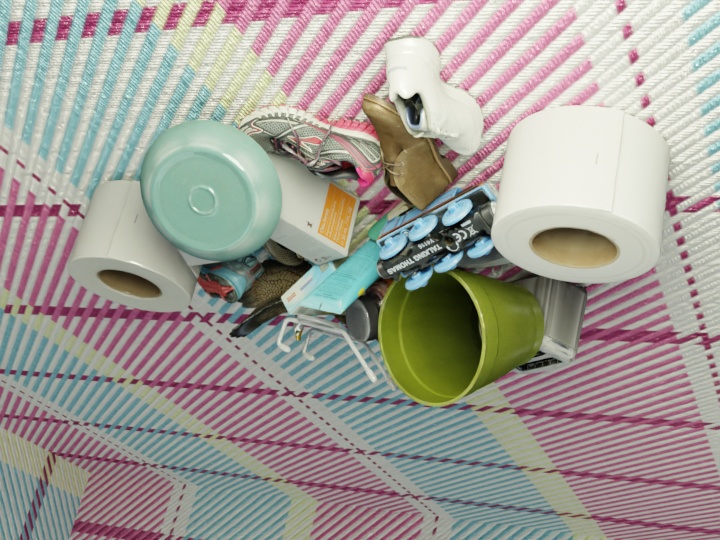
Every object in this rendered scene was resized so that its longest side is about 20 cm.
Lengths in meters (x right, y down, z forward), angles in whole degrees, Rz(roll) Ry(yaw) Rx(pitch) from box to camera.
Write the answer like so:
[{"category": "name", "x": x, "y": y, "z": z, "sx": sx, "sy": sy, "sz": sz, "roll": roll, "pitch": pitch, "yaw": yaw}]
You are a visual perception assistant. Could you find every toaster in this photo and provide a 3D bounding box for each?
[{"category": "toaster", "x": 0.279, "y": 0.085, "z": 1.653, "sx": 0.114, "sy": 0.129, "sz": 0.200, "roll": 26, "pitch": 153, "yaw": -28}]

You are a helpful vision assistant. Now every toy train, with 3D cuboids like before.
[{"category": "toy train", "x": 0.108, "y": -0.053, "z": 1.385, "sx": 0.200, "sy": 0.114, "sz": 0.087, "roll": -29, "pitch": 112, "yaw": 31}]

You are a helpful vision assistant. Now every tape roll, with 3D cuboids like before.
[{"category": "tape roll", "x": -0.354, "y": -0.037, "z": 1.678, "sx": 0.202, "sy": 0.139, "sz": 0.203, "roll": 11, "pitch": 155, "yaw": 5}, {"category": "tape roll", "x": 0.269, "y": -0.088, "z": 1.267, "sx": 0.202, "sy": 0.139, "sz": 0.203, "roll": 11, "pitch": 157, "yaw": 5}]

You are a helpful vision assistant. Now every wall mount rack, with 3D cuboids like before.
[{"category": "wall mount rack", "x": -0.029, "y": 0.126, "z": 1.634, "sx": 0.174, "sy": 0.075, "sz": 0.200, "roll": 14, "pitch": 173, "yaw": 20}]

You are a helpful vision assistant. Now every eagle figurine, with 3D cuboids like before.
[{"category": "eagle figurine", "x": -0.117, "y": 0.050, "z": 1.749, "sx": 0.200, "sy": 0.151, "sz": 0.152, "roll": 7, "pitch": 167, "yaw": -4}]

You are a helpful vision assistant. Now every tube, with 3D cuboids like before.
[{"category": "tube", "x": 0.000, "y": 0.000, "z": 1.517, "sx": 0.077, "sy": 0.200, "sz": 0.050, "roll": 5, "pitch": 125, "yaw": 41}]

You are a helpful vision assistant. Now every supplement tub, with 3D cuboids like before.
[{"category": "supplement tub", "x": 0.078, "y": 0.057, "z": 1.623, "sx": 0.200, "sy": 0.107, "sz": 0.107, "roll": -11, "pitch": 169, "yaw": -30}]

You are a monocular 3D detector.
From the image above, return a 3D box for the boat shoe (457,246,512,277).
[{"category": "boat shoe", "x": 0.209, "y": -0.034, "z": 1.514, "sx": 0.202, "sy": 0.075, "sz": 0.086, "roll": -7, "pitch": 160, "yaw": 25}]

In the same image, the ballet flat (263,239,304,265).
[{"category": "ballet flat", "x": -0.137, "y": -0.071, "z": 1.615, "sx": 0.046, "sy": 0.067, "sz": 0.200, "roll": -20, "pitch": 139, "yaw": 24}]

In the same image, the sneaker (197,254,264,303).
[{"category": "sneaker", "x": -0.227, "y": -0.002, "z": 1.781, "sx": 0.200, "sy": 0.096, "sz": 0.079, "roll": 21, "pitch": 144, "yaw": 55}]

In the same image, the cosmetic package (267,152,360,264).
[{"category": "cosmetic package", "x": -0.102, "y": -0.098, "z": 1.480, "sx": 0.200, "sy": 0.102, "sz": 0.071, "roll": 29, "pitch": 151, "yaw": -34}]

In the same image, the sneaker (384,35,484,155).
[{"category": "sneaker", "x": 0.080, "y": -0.186, "z": 1.212, "sx": 0.074, "sy": 0.087, "sz": 0.200, "roll": -7, "pitch": 151, "yaw": 34}]

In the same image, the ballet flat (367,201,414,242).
[{"category": "ballet flat", "x": 0.098, "y": -0.078, "z": 1.485, "sx": 0.200, "sy": 0.067, "sz": 0.070, "roll": 1, "pitch": 129, "yaw": 26}]

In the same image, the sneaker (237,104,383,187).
[{"category": "sneaker", "x": -0.067, "y": -0.163, "z": 1.353, "sx": 0.200, "sy": 0.075, "sz": 0.081, "roll": 9, "pitch": 156, "yaw": 10}]

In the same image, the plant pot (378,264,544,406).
[{"category": "plant pot", "x": 0.163, "y": 0.087, "z": 1.522, "sx": 0.193, "sy": 0.201, "sz": 0.200, "roll": -3, "pitch": 173, "yaw": -45}]

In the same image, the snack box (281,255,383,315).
[{"category": "snack box", "x": -0.015, "y": 0.025, "z": 1.637, "sx": 0.200, "sy": 0.037, "sz": 0.116, "roll": 4, "pitch": 142, "yaw": -49}]

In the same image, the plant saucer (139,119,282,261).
[{"category": "plant saucer", "x": -0.204, "y": -0.098, "z": 1.374, "sx": 0.200, "sy": 0.036, "sz": 0.200, "roll": 4, "pitch": 114, "yaw": 10}]

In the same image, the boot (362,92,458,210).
[{"category": "boot", "x": 0.052, "y": -0.146, "z": 1.309, "sx": 0.074, "sy": 0.075, "sz": 0.200, "roll": 33, "pitch": 172, "yaw": 43}]

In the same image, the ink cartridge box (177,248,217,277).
[{"category": "ink cartridge box", "x": -0.239, "y": -0.088, "z": 1.524, "sx": 0.067, "sy": 0.116, "sz": 0.200, "roll": -9, "pitch": 148, "yaw": 7}]
